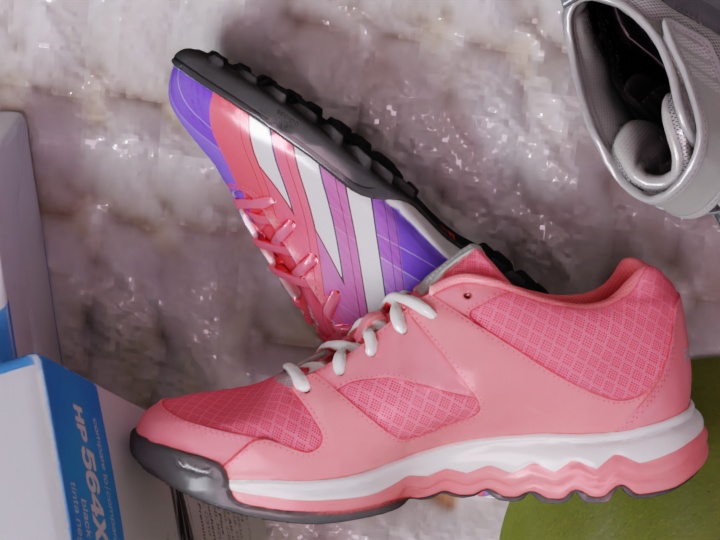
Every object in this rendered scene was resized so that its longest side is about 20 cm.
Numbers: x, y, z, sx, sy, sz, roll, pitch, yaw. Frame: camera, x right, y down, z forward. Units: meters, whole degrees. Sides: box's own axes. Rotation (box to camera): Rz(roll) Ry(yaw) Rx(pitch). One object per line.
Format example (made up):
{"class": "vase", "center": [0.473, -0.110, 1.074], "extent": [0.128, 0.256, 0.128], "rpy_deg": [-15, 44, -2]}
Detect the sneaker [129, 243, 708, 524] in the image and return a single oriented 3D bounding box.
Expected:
{"class": "sneaker", "center": [0.019, 0.034, 1.000], "extent": [0.200, 0.074, 0.087], "rpy_deg": [-4, 100, -11]}

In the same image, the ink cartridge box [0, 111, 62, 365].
{"class": "ink cartridge box", "center": [-0.219, 0.010, 1.078], "extent": [0.200, 0.068, 0.116], "rpy_deg": [-3, 111, 8]}

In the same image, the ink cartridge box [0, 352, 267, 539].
{"class": "ink cartridge box", "center": [-0.129, 0.107, 1.033], "extent": [0.146, 0.200, 0.084], "rpy_deg": [-18, 69, 15]}

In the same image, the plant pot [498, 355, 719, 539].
{"class": "plant pot", "center": [0.136, 0.154, 1.025], "extent": [0.187, 0.200, 0.187], "rpy_deg": [2, 112, 5]}

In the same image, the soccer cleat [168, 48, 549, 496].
{"class": "soccer cleat", "center": [0.000, 0.000, 1.045], "extent": [0.200, 0.068, 0.073], "rpy_deg": [39, 95, -13]}

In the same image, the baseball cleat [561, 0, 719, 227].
{"class": "baseball cleat", "center": [0.134, -0.025, 1.004], "extent": [0.200, 0.106, 0.070], "rpy_deg": [46, 123, -7]}
